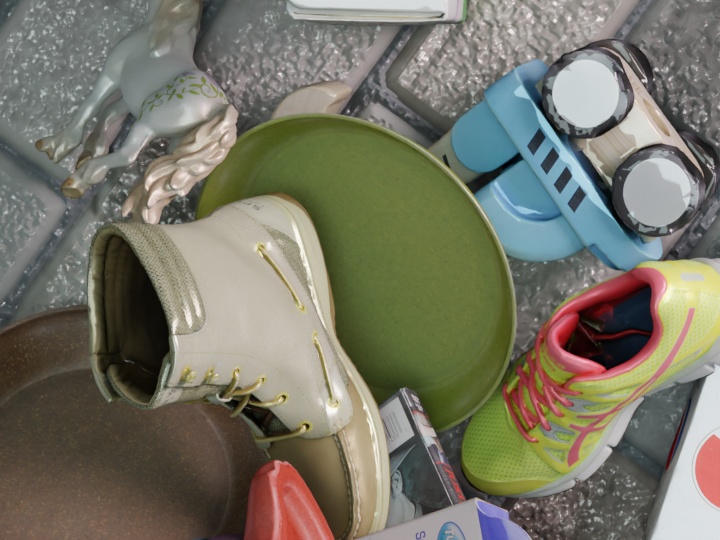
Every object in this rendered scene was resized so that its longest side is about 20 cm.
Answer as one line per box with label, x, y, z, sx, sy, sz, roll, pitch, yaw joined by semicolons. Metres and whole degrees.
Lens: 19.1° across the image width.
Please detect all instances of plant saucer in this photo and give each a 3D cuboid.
plant saucer;0.000;0.000;1.187;0.199;0.031;0.201;13;122;22
plant saucer;-0.145;0.110;1.202;0.199;0.201;0.037;21;142;4

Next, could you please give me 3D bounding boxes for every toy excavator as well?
toy excavator;0.070;-0.059;1.183;0.200;0.100;0.195;-36;89;18

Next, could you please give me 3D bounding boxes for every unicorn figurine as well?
unicorn figurine;-0.122;-0.104;1.192;0.137;0.074;0.200;-49;55;7

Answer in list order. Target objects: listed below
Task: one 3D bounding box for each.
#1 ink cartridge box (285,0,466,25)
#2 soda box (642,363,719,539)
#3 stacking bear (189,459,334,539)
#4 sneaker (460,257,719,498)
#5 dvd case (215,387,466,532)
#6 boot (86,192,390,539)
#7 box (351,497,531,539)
ink cartridge box;0.012;-0.201;1.115;0.087;0.200;0.146;2;96;7
soda box;0.218;0.074;1.187;0.068;0.064;0.201;18;97;5
stacking bear;-0.109;0.195;1.083;0.199;0.122;0.114;-21;118;18
sneaker;0.116;0.053;1.161;0.200;0.090;0.078;-43;57;27
dvd case;0.010;0.184;1.152;0.146;0.022;0.201;-38;57;19
boot;-0.064;0.063;1.110;0.072;0.154;0.201;-18;87;33
box;0.014;0.198;1.108;0.199;0.041;0.120;-21;63;25
